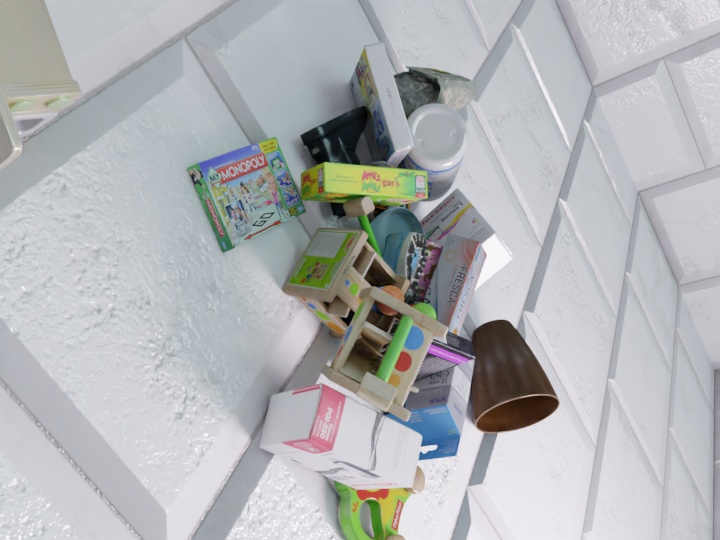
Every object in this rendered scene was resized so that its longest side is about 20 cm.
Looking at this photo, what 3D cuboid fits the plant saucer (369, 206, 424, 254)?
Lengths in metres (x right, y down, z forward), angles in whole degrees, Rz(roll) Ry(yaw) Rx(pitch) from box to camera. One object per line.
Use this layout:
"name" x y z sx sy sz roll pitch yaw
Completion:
"plant saucer" 0.049 -0.019 1.371 0.197 0.027 0.206 -19 117 -43

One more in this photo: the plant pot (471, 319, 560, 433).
"plant pot" 0.310 0.217 1.588 0.185 0.185 0.204 26 41 -45

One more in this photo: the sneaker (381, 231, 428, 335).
"sneaker" 0.057 0.029 1.307 0.077 0.089 0.205 17 88 -48

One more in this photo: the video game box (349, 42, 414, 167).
"video game box" 0.037 -0.305 1.413 0.182 0.046 0.205 146 -72 -81

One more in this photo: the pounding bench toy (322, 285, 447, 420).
"pounding bench toy" 0.041 0.107 1.028 0.122 0.200 0.159 28 83 -6

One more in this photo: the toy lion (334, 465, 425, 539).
"toy lion" 0.016 0.354 1.213 0.192 0.068 0.203 44 45 -25

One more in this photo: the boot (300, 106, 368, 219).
"boot" -0.021 -0.201 1.367 0.200 0.075 0.172 -41 111 -53

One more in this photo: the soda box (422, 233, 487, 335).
"soda box" 0.161 0.041 1.324 0.064 0.067 0.204 43 65 -59

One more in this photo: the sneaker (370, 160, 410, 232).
"sneaker" 0.054 -0.111 1.417 0.077 0.077 0.205 -36 118 -42

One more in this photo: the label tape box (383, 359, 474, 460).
"label tape box" 0.118 0.236 1.320 0.066 0.141 0.203 49 42 -30

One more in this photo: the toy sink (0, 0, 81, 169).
"toy sink" -0.398 -0.211 0.809 0.111 0.128 0.205 -24 95 -54

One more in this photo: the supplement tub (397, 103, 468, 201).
"supplement tub" 0.141 -0.232 1.477 0.200 0.128 0.136 94 -10 -74

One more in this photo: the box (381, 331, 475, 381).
"box" 0.076 0.152 1.252 0.142 0.197 0.037 24 47 -46

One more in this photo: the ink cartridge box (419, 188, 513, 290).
"ink cartridge box" 0.196 -0.053 1.476 0.084 0.144 0.201 44 11 -33

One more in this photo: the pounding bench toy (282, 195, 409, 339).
"pounding bench toy" 0.000 0.000 1.220 0.156 0.123 0.203 44 66 -34

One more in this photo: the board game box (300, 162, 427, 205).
"board game box" 0.006 -0.145 1.252 0.195 0.101 0.049 0 86 -28

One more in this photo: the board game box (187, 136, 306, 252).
"board game box" -0.174 -0.125 1.167 0.199 0.029 0.138 -35 106 -54

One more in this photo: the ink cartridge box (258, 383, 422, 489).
"ink cartridge box" -0.028 0.250 1.081 0.198 0.144 0.087 30 59 -28

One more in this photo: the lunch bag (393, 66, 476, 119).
"lunch bag" 0.128 -0.358 1.529 0.162 0.197 0.121 -14 88 -53

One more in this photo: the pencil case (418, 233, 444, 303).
"pencil case" 0.098 0.037 1.364 0.086 0.081 0.205 20 87 -77
